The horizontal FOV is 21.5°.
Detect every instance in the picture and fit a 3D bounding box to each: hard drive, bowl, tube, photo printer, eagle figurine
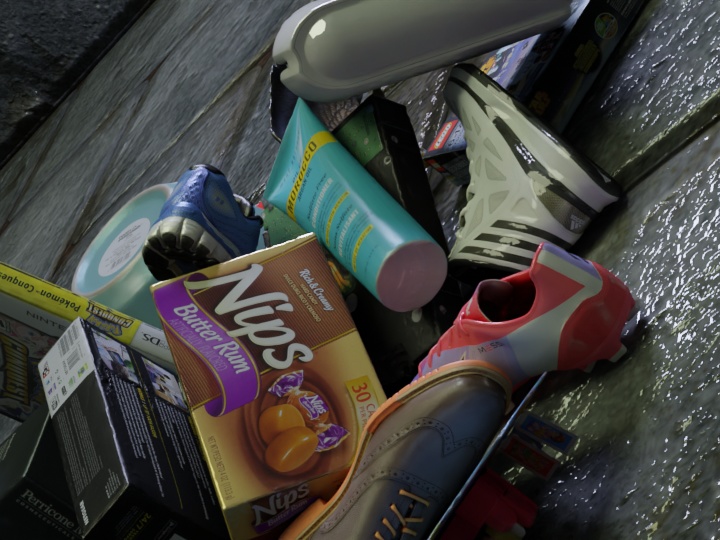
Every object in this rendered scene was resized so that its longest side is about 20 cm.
[{"bbox_3d":[0.000,0.000,1.285,0.140,0.038,0.200,-41,50,35],"label":"hard drive"},{"bbox_3d":[-0.151,0.008,1.490,0.201,0.105,0.201,-37,27,23],"label":"bowl"},{"bbox_3d":[-0.010,-0.041,1.249,0.200,0.050,0.078,45,115,52],"label":"tube"},{"bbox_3d":[0.038,-0.169,1.292,0.199,0.070,0.166,-18,5,1],"label":"photo printer"},{"bbox_3d":[-0.008,-0.080,1.479,0.152,0.151,0.200,-66,26,8],"label":"eagle figurine"}]

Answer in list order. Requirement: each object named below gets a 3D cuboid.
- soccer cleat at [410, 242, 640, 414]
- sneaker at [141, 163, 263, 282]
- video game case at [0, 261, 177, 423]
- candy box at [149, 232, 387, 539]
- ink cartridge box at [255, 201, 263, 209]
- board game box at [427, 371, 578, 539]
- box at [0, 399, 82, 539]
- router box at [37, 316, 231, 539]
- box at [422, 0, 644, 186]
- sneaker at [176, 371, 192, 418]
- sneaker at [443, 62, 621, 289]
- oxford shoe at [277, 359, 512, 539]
[{"bbox_3d":[0.074,0.041,1.085,0.200,0.076,0.067,-32,27,50],"label":"soccer cleat"},{"bbox_3d":[-0.093,-0.005,1.327,0.200,0.078,0.089,80,-155,-61],"label":"sneaker"},{"bbox_3d":[-0.203,0.083,1.419,0.200,0.180,0.026,105,-172,-57],"label":"video game case"},{"bbox_3d":[-0.050,0.073,1.180,0.116,0.057,0.200,-18,46,-5],"label":"candy box"},{"bbox_3d":[-0.115,0.043,1.603,0.116,0.067,0.200,-28,30,53],"label":"ink cartridge box"},{"bbox_3d":[0.053,0.147,0.970,0.158,0.039,0.200,-50,-10,-40],"label":"board game box"},{"bbox_3d":[-0.237,0.213,1.444,0.200,0.148,0.107,-43,19,30],"label":"box"},{"bbox_3d":[-0.126,0.130,1.240,0.051,0.149,0.200,-48,32,13],"label":"router box"},{"bbox_3d":[0.135,-0.157,1.388,0.200,0.040,0.137,-58,16,-14],"label":"box"},{"bbox_3d":[-0.055,0.098,1.251,0.080,0.077,0.200,-46,50,5],"label":"sneaker"},{"bbox_3d":[0.078,-0.056,1.229,0.115,0.076,0.201,-51,32,9],"label":"sneaker"},{"bbox_3d":[0.023,0.136,1.068,0.200,0.071,0.073,-54,25,24],"label":"oxford shoe"}]
